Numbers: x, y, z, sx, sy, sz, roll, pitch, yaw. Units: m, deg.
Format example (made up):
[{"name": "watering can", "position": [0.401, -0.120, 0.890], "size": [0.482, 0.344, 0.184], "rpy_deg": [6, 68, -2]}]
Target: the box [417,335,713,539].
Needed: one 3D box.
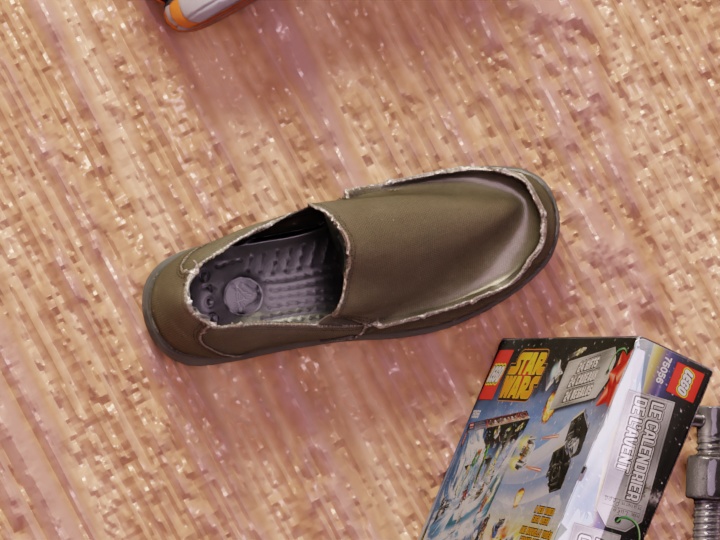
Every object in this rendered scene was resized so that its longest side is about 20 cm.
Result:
[{"name": "box", "position": [0.079, 0.098, 1.219], "size": [0.040, 0.200, 0.137], "rpy_deg": [24, 83, -12]}]

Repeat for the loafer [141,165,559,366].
[{"name": "loafer", "position": [0.000, 0.000, 1.281], "size": [0.200, 0.070, 0.075], "rpy_deg": [-18, 88, -9]}]

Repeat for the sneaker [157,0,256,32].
[{"name": "sneaker", "position": [-0.026, -0.203, 1.289], "size": [0.200, 0.078, 0.112], "rpy_deg": [-29, 91, -9]}]

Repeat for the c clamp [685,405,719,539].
[{"name": "c clamp", "position": [0.184, 0.160, 1.319], "size": [0.171, 0.027, 0.200], "rpy_deg": [-1, 86, -15]}]
